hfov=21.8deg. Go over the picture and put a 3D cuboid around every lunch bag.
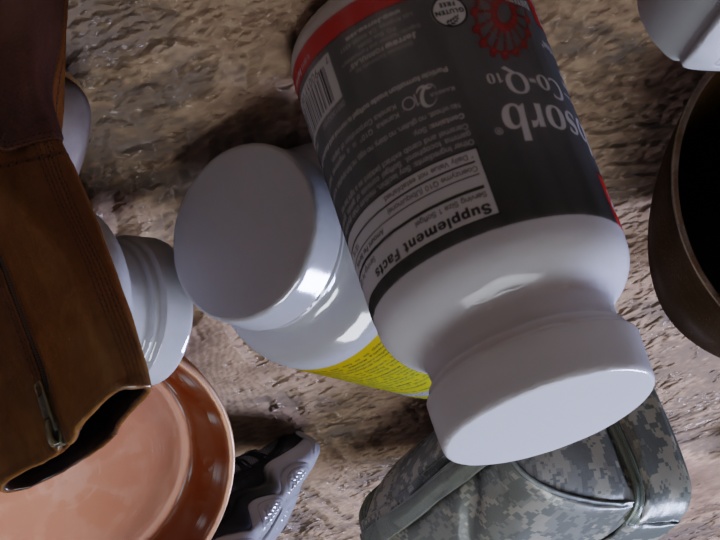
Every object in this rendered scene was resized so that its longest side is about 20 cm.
[{"bbox_3d":[0.111,0.153,1.330,0.167,0.140,0.200,0,149,-39],"label":"lunch bag"}]

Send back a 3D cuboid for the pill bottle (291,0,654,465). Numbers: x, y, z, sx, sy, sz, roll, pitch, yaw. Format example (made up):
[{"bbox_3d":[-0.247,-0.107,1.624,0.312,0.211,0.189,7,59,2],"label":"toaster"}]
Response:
[{"bbox_3d":[0.049,-0.026,0.814,0.115,0.201,0.116,-16,157,-7],"label":"pill bottle"}]

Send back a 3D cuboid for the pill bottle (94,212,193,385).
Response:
[{"bbox_3d":[-0.177,0.016,0.855,0.199,0.105,0.104,4,148,-43],"label":"pill bottle"}]

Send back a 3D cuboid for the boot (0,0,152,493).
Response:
[{"bbox_3d":[-0.114,-0.046,0.644,0.068,0.201,0.188,1,150,-37],"label":"boot"}]

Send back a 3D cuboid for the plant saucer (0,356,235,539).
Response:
[{"bbox_3d":[-0.169,0.121,1.073,0.199,0.032,0.202,-12,121,-20],"label":"plant saucer"}]

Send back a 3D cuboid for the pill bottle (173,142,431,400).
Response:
[{"bbox_3d":[0.000,0.000,0.944,0.112,0.113,0.199,-31,155,25],"label":"pill bottle"}]

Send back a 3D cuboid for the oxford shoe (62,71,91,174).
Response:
[{"bbox_3d":[-0.153,0.005,0.755,0.073,0.201,0.071,4,154,48],"label":"oxford shoe"}]

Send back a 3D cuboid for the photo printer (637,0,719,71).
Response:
[{"bbox_3d":[0.229,-0.170,0.800,0.165,0.070,0.200,-8,154,-23],"label":"photo printer"}]

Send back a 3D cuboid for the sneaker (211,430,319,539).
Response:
[{"bbox_3d":[-0.104,0.140,1.225,0.076,0.113,0.200,-64,172,27],"label":"sneaker"}]

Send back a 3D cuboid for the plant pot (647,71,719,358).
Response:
[{"bbox_3d":[0.234,-0.019,1.034,0.185,0.188,0.200,-15,170,-10],"label":"plant pot"}]
